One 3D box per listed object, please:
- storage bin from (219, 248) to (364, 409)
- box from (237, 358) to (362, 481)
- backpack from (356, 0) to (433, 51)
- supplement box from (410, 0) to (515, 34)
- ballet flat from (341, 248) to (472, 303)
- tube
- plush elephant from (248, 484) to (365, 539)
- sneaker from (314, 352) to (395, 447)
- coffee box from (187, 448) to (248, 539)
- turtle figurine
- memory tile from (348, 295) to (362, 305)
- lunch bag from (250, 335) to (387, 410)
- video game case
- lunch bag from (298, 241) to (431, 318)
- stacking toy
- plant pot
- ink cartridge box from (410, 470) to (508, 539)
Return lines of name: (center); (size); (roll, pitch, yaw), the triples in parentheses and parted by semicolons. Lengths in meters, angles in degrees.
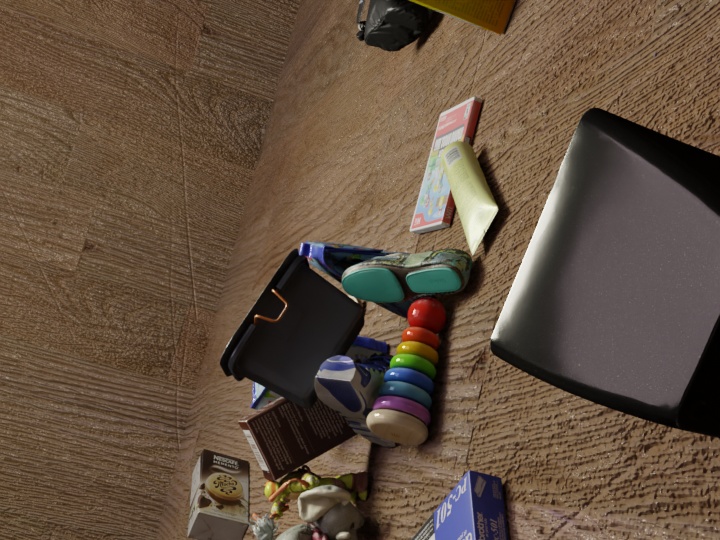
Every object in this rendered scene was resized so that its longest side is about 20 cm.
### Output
storage bin: (-0.088, 0.090, 1.555); (0.201, 0.134, 0.146); (-57, -11, -16)
box: (-0.072, 0.220, 1.623); (0.101, 0.199, 0.075); (64, 162, -1)
backpack: (0.083, -0.528, 2.060); (0.167, 0.126, 0.201); (-27, 46, 54)
supplement box: (0.132, -0.445, 1.644); (0.109, 0.199, 0.110); (-122, 51, -70)
ballet flat: (0.068, 0.004, 1.507); (0.199, 0.074, 0.075); (-2, 66, 33)
tube: (0.153, -0.107, 1.507); (0.201, 0.052, 0.058); (-101, -10, -54)
plush elephant: (-0.049, 0.388, 1.523); (0.154, 0.165, 0.200); (-36, 58, 2)
sneaker: (0.011, 0.154, 1.529); (0.080, 0.200, 0.116); (6, 60, 30)
coffee box: (-0.304, 0.490, 2.350); (0.200, 0.112, 0.080); (-100, 31, -59)
turtle figurine: (-0.080, 0.325, 1.620); (0.200, 0.160, 0.065); (126, 139, -54)
memory tile: (-0.072, 0.137, 1.947); (0.153, 0.017, 0.202); (8, 81, 43)
lunch bag: (-0.069, 0.153, 1.766); (0.200, 0.169, 0.128); (127, 151, -51)
video game case: (0.131, -0.159, 1.687); (0.143, 0.017, 0.202); (171, 115, -73)
lunch bag: (0.000, 0.000, 1.628); (0.150, 0.199, 0.095); (-158, 85, -74)
stacking toy: (0.073, 0.130, 1.482); (0.085, 0.085, 0.201); (-43, 27, 62)
plant pot: (0.246, 0.024, 0.778); (0.177, 0.199, 0.201); (43, 115, 59)
ink cartridge box: (0.099, 0.319, 1.223); (0.094, 0.044, 0.201); (-91, 23, -45)
